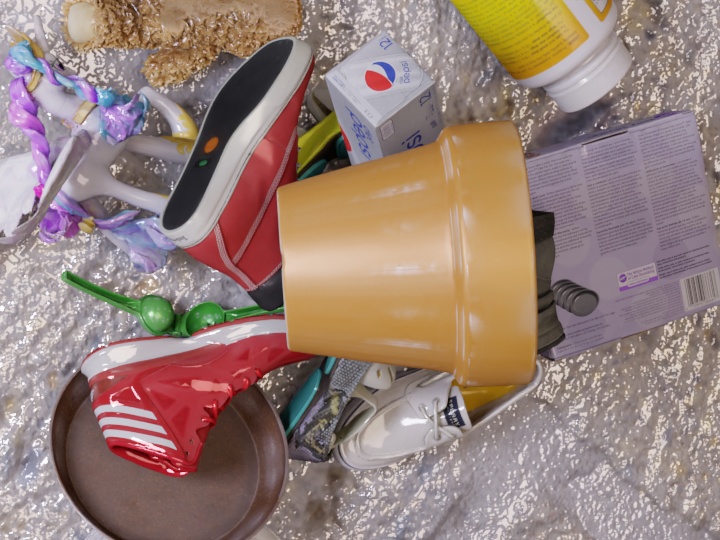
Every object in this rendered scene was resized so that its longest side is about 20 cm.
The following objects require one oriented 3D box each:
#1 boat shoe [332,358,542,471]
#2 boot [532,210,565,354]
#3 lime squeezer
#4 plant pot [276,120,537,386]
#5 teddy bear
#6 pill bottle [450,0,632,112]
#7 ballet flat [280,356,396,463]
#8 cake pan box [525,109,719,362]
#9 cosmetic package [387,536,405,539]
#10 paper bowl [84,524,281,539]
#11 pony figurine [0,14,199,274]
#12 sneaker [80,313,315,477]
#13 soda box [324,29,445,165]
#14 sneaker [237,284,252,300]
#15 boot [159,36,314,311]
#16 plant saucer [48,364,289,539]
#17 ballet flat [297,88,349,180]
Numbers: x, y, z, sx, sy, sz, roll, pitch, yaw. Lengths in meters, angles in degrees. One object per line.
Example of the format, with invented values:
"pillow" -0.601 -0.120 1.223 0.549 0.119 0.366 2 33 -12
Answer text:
"boat shoe" 0.070 0.120 1.685 0.200 0.070 0.071 -23 104 -17
"boot" 0.095 0.026 1.624 0.200 0.068 0.131 -11 101 -33
"lime squeezer" -0.150 0.035 1.593 0.199 0.071 0.038 7 75 -10
"plant pot" 0.031 -0.008 1.461 0.183 0.200 0.201 -4 98 -1
"teddy bear" -0.148 -0.219 1.574 0.199 0.067 0.145 -12 91 -12
"pill bottle" 0.144 -0.234 1.651 0.109 0.109 0.200 -45 109 -10
"ballet flat" -0.009 0.089 1.612 0.072 0.072 0.201 13 129 -21
"cake pan box" 0.231 -0.035 1.739 0.199 0.052 0.185 -18 104 -18
"cosmetic package" 0.090 0.361 1.671 0.165 0.165 0.201 19 89 -21
"paper bowl" -0.143 0.289 1.608 0.200 0.104 0.201 -3 98 -19
"pony figurine" -0.223 -0.080 1.522 0.200 0.166 0.194 30 69 -29
"sneaker" -0.119 0.108 1.564 0.199 0.078 0.116 -10 71 -13
"soda box" 0.028 -0.106 1.568 0.063 0.200 0.068 -38 65 -10
"sneaker" 0.000 0.000 1.635 0.199 0.088 0.076 -10 98 -20
"boot" -0.063 -0.075 1.551 0.144 0.072 0.200 38 69 -34
"plant saucer" -0.158 0.150 1.576 0.200 0.035 0.201 11 55 -15
"ballet flat" -0.038 -0.113 1.626 0.200 0.067 0.067 -38 79 -12
